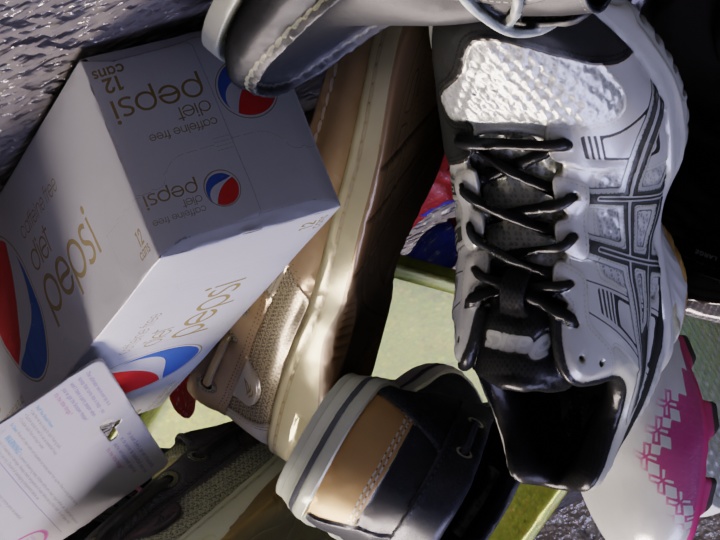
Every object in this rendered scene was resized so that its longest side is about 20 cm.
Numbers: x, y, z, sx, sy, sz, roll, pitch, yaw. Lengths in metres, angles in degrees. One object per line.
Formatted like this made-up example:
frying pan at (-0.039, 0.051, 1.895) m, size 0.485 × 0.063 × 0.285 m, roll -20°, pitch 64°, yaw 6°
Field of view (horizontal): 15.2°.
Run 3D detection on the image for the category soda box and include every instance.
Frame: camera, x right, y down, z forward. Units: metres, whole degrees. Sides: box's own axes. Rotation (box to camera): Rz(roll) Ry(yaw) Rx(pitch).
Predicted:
soda box at (-0.076, -0.007, 0.875) m, size 0.064 × 0.068 × 0.200 m, roll -17°, pitch 167°, yaw -25°

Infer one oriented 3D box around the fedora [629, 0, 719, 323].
fedora at (0.127, -0.072, 0.885) m, size 0.200 × 0.177 × 0.090 m, roll 82°, pitch 28°, yaw -50°

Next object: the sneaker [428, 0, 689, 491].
sneaker at (0.062, -0.008, 0.850) m, size 0.076 × 0.088 × 0.200 m, roll 4°, pitch 140°, yaw 24°

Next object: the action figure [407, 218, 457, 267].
action figure at (0.001, 0.036, 1.222) m, size 0.200 × 0.065 × 0.099 m, roll -25°, pitch 160°, yaw -3°

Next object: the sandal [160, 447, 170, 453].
sandal at (-0.078, 0.099, 1.077) m, size 0.200 × 0.076 × 0.043 m, roll -5°, pitch 173°, yaw -9°

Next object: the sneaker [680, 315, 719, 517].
sneaker at (0.109, 0.043, 1.227) m, size 0.114 × 0.201 × 0.073 m, roll -29°, pitch 134°, yaw 23°

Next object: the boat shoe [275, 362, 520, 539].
boat shoe at (0.023, 0.073, 0.950) m, size 0.075 × 0.062 × 0.200 m, roll -61°, pitch 169°, yaw 1°

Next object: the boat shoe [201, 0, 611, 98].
boat shoe at (0.038, -0.094, 0.734) m, size 0.200 × 0.068 × 0.072 m, roll -30°, pitch 170°, yaw 30°

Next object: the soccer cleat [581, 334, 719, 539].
soccer cleat at (0.083, 0.015, 1.037) m, size 0.086 × 0.200 × 0.070 m, roll -2°, pitch 174°, yaw -33°

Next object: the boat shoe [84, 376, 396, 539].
boat shoe at (-0.047, 0.084, 0.985) m, size 0.201 × 0.066 × 0.072 m, roll -42°, pitch 146°, yaw -56°

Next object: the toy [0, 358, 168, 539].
toy at (-0.167, 0.088, 0.886) m, size 0.200 × 0.047 × 0.115 m, roll -35°, pitch 160°, yaw -6°

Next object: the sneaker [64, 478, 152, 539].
sneaker at (-0.114, 0.114, 1.018) m, size 0.200 × 0.095 × 0.079 m, roll 22°, pitch 154°, yaw -10°

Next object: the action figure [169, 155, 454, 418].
action figure at (0.000, 0.000, 0.982) m, size 0.200 × 0.099 × 0.065 m, roll -36°, pitch 130°, yaw 17°

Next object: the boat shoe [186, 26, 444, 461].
boat shoe at (-0.019, -0.016, 0.893) m, size 0.071 × 0.064 × 0.200 m, roll -51°, pitch 162°, yaw -49°

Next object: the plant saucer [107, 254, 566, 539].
plant saucer at (-0.006, 0.060, 1.129) m, size 0.200 × 0.048 × 0.200 m, roll 15°, pitch 127°, yaw -23°
